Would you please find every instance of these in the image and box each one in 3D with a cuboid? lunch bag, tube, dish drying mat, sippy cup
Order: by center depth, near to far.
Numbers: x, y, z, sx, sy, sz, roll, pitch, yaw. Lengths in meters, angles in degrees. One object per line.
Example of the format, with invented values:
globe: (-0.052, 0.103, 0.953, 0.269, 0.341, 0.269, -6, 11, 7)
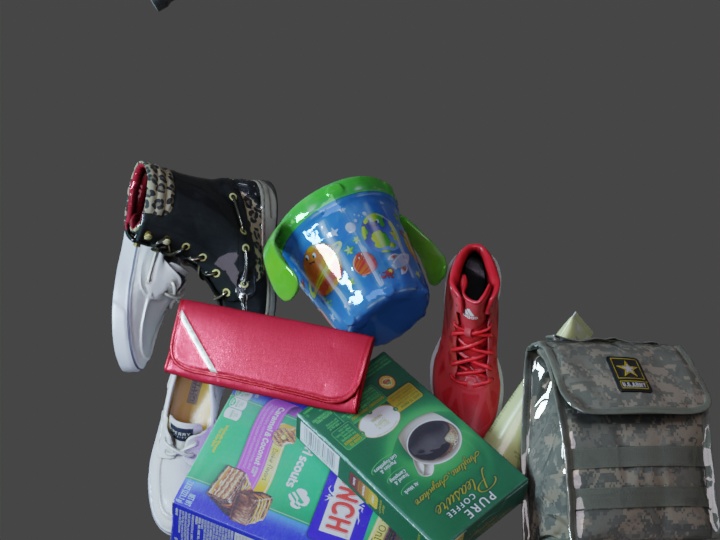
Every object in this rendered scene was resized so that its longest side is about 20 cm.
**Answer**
lunch bag: (0.241, 0.159, 1.572, 0.163, 0.118, 0.201, 2, 77, -21)
dish drying mat: (-0.089, 0.081, 1.591, 0.199, 0.018, 0.077, 11, 80, 17)
tube: (0.167, 0.134, 1.629, 0.052, 0.058, 0.201, 34, 85, -14)
sippy cup: (0.000, 0.000, 1.630, 0.177, 0.140, 0.131, -26, 62, -9)

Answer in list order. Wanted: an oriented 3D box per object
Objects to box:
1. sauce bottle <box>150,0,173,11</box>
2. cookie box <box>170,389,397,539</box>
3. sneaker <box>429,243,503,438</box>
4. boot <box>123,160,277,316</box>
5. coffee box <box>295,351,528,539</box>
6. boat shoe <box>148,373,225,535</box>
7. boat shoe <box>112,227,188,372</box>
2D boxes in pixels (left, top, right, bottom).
sauce bottle: (-0.141, -0.344, 1.763, 0.199, 0.066, 0.066, -30, 77, -1)
cookie box: (-0.058, 0.214, 1.607, 0.199, 0.075, 0.172, 20, 51, 9)
sneaker: (0.101, 0.069, 1.627, 0.078, 0.116, 0.201, -3, 80, 7)
boot: (-0.163, -0.005, 1.660, 0.153, 0.073, 0.205, 13, 71, -31)
coffee box: (0.046, 0.177, 1.572, 0.123, 0.044, 0.200, -34, 61, -31)
boat shoe: (-0.175, 0.165, 1.668, 0.070, 0.070, 0.201, 11, 82, 9)
boat shoe: (-0.208, 0.006, 1.706, 0.065, 0.072, 0.201, 3, 72, 12)
